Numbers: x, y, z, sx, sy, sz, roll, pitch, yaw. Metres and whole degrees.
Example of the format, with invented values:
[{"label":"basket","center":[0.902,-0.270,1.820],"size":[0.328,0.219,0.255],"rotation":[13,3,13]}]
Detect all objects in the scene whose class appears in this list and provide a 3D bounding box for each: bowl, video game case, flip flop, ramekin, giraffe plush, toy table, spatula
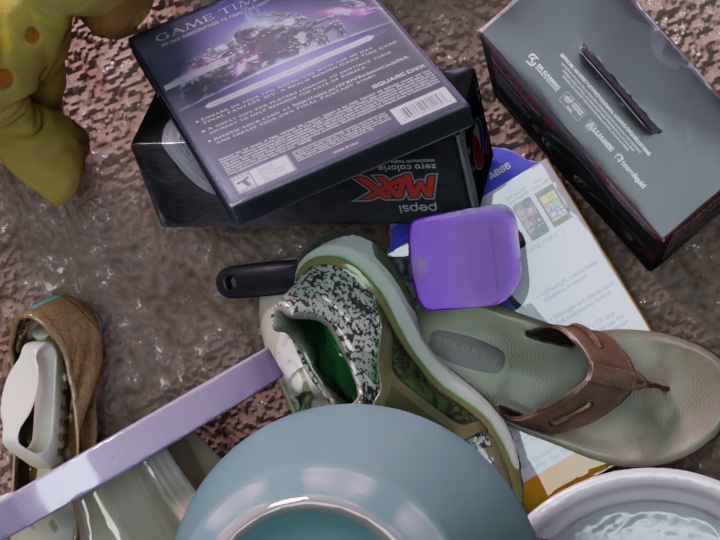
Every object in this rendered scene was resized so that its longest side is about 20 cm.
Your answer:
[{"label":"bowl","center":[-0.012,0.165,0.909],"size":[0.200,0.105,0.202],"rotation":[-1,86,10]},{"label":"video game case","center":[-0.040,-0.110,1.079],"size":[0.143,0.019,0.200],"rotation":[-24,39,-9]},{"label":"flip flop","center":[0.112,0.058,1.065],"size":[0.199,0.058,0.081],"rotation":[17,86,10]},{"label":"ramekin","center":[0.165,0.211,1.066],"size":[0.200,0.098,0.201],"rotation":[-1,86,9]},{"label":"giraffe plush","center":[-0.191,-0.158,1.091],"size":[0.162,0.200,0.173],"rotation":[-45,80,2]},{"label":"toy table","center":[-0.108,0.141,1.061],"size":[0.200,0.184,0.117],"rotation":[-29,89,-16]},{"label":"spatula","center":[0.000,0.000,1.095],"size":[0.199,0.021,0.057],"rotation":[-6,93,31]}]

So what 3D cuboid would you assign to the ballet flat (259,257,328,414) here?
[{"label":"ballet flat","center":[-0.011,0.083,1.116],"size":[0.069,0.069,0.201],"rotation":[-23,83,6]}]

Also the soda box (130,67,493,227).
[{"label":"soda box","center":[-0.027,-0.071,1.100],"size":[0.199,0.071,0.063],"rotation":[-1,43,17]}]

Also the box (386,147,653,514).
[{"label":"box","center":[0.100,0.029,1.119],"size":[0.119,0.041,0.200],"rotation":[-30,80,5]}]

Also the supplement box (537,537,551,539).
[{"label":"supplement box","center":[0.087,0.196,0.984],"size":[0.199,0.086,0.111],"rotation":[9,88,12]}]

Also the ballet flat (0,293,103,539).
[{"label":"ballet flat","center":[-0.189,0.114,1.132],"size":[0.068,0.072,0.201],"rotation":[-1,86,27]}]

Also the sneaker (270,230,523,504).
[{"label":"sneaker","center":[0.011,0.080,1.048],"size":[0.077,0.089,0.200],"rotation":[-35,91,40]}]

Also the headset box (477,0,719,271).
[{"label":"headset box","center":[0.143,-0.086,1.039],"size":[0.077,0.200,0.149],"rotation":[-41,82,3]}]
